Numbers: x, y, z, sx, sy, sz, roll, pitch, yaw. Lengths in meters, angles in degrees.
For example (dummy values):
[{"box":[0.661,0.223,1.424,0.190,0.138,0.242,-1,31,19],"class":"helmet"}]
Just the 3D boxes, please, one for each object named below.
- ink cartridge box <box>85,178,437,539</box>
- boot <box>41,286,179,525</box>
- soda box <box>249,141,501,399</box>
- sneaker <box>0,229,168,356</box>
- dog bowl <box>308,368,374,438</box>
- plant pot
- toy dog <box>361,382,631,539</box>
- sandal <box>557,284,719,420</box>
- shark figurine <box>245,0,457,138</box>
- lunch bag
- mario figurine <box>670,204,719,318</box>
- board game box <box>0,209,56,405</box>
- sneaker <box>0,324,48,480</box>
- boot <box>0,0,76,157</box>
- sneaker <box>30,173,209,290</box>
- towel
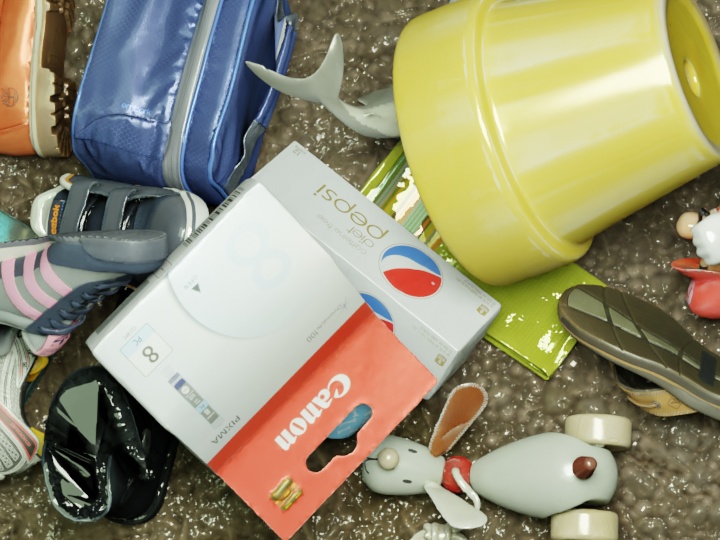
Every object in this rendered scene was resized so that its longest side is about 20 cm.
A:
[{"box":[-0.062,0.064,1.417,0.160,0.047,0.200,-45,102,-6],"class":"ink cartridge box"},{"box":[-0.166,0.084,1.495,0.076,0.168,0.202,9,81,7],"class":"boot"},{"box":[0.000,0.000,1.527,0.199,0.064,0.068,38,45,9],"class":"soda box"},{"box":[-0.200,0.016,1.438,0.199,0.070,0.083,-8,88,46],"class":"sneaker"},{"box":[-0.063,0.046,1.520,0.200,0.111,0.050,39,113,7],"class":"dog bowl"},{"box":[0.150,-0.109,1.449,0.187,0.200,0.203,-17,78,26],"class":"plant pot"},{"box":[0.101,0.145,1.487,0.198,0.096,0.133,-17,72,2],"class":"toy dog"},{"box":[0.226,0.078,1.509,0.199,0.082,0.055,28,120,0],"class":"sandal"},{"box":[0.016,-0.131,1.548,0.089,0.214,0.129,7,114,44],"class":"shark figurine"},{"box":[-0.119,-0.151,1.547,0.131,0.136,0.202,13,81,9],"class":"lunch bag"},{"box":[0.270,-0.063,1.493,0.106,0.123,0.202,31,107,46],"class":"mario figurine"},{"box":[-0.302,0.053,1.587,0.135,0.028,0.201,30,85,11],"class":"board game box"},{"box":[-0.273,0.054,1.539,0.081,0.078,0.202,-11,86,-6],"class":"sneaker"},{"box":[-0.275,-0.187,1.607,0.106,0.075,0.202,-1,81,11],"class":"boot"},{"box":[-0.178,-0.026,1.498,0.079,0.199,0.079,11,87,-28],"class":"sneaker"},{"box":[0.083,-0.009,1.559,0.199,0.018,0.086,36,87,11],"class":"towel"}]
